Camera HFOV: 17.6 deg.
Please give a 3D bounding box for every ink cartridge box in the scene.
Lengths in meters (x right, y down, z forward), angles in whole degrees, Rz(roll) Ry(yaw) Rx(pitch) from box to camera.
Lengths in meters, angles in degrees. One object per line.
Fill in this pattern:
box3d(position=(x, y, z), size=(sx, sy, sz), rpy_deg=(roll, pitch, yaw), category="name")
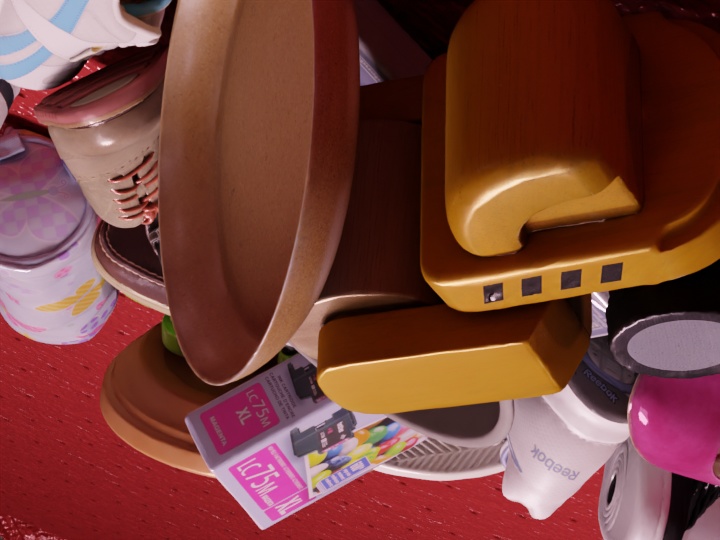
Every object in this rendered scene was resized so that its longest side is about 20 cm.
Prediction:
box3d(position=(0.015, 0.060, 1.215), size=(0.042, 0.200, 0.119), rpy_deg=(58, 178, 23), category="ink cartridge box")

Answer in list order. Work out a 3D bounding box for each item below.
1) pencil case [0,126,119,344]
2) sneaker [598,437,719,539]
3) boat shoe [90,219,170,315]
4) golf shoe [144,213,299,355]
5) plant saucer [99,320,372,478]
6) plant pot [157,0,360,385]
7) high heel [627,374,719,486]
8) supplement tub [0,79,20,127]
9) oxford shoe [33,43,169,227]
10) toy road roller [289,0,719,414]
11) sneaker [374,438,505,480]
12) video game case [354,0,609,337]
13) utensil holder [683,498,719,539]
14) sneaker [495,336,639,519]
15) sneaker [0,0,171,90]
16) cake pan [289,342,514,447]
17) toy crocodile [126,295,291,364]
box3d(position=(-0.195, -0.017, 1.416), size=(0.091, 0.083, 0.200), rpy_deg=(52, 170, 13), category="pencil case")
box3d(position=(0.183, 0.095, 1.183), size=(0.112, 0.073, 0.200), rpy_deg=(17, -156, -3), category="sneaker")
box3d(position=(-0.053, -0.006, 1.298), size=(0.200, 0.072, 0.072), rpy_deg=(17, 157, 5), category="boat shoe")
box3d(position=(-0.088, -0.024, 1.210), size=(0.200, 0.095, 0.078), rpy_deg=(24, 169, 30), category="golf shoe")
box3d(position=(-0.058, 0.067, 1.419), size=(0.200, 0.037, 0.200), rpy_deg=(4, -157, -2), category="plant saucer")
box3d(position=(-0.039, -0.055, 0.894), size=(0.027, 0.200, 0.200), rpy_deg=(3, 172, -21), category="plant pot")
box3d(position=(0.200, 0.086, 1.072), size=(0.096, 0.067, 0.200), rpy_deg=(26, 177, 38), category="high heel")
box3d(position=(-0.241, -0.072, 1.076), size=(0.140, 0.200, 0.140), rpy_deg=(21, 164, 6), category="supplement tub")
box3d(position=(-0.107, -0.059, 1.095), size=(0.200, 0.070, 0.075), rpy_deg=(-146, 32, -85), category="oxford shoe")
box3d(position=(0.052, -0.036, 0.860), size=(0.200, 0.123, 0.146), rpy_deg=(-10, 150, 21), category="toy road roller")
box3d(position=(0.077, 0.085, 1.320), size=(0.200, 0.075, 0.085), rpy_deg=(1, 169, 0), category="sneaker")
box3d(position=(0.018, -0.040, 1.044), size=(0.200, 0.023, 0.182), rpy_deg=(45, 160, -11), category="video game case")
box3d(position=(0.257, 0.190, 1.337), size=(0.200, 0.170, 0.170), rpy_deg=(17, 164, 9), category="utensil holder")
box3d(position=(0.096, 0.054, 1.149), size=(0.074, 0.087, 0.200), rpy_deg=(33, -163, -1), category="sneaker")
box3d(position=(-0.118, -0.118, 0.989), size=(0.081, 0.077, 0.200), rpy_deg=(19, 167, -2), category="sneaker")
box3d(position=(0.000, 0.000, 1.071), size=(0.200, 0.037, 0.200), rpy_deg=(36, 159, 16), category="cake pan")
box3d(position=(-0.058, 0.017, 1.392), size=(0.200, 0.062, 0.068), rpy_deg=(13, 127, 16), category="toy crocodile")
